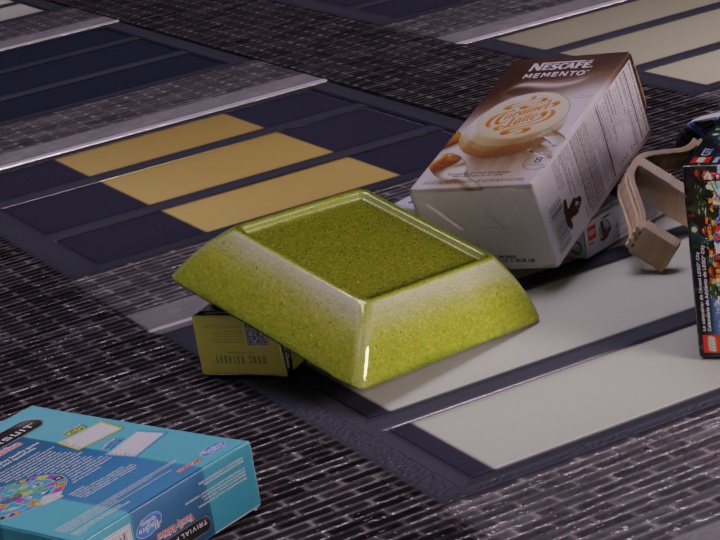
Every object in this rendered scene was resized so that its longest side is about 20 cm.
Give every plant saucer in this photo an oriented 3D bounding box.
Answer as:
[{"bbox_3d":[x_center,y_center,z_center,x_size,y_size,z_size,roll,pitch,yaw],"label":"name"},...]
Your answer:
[{"bbox_3d":[0.000,0.000,1.589,0.199,0.048,0.199,29,32,36],"label":"plant saucer"}]

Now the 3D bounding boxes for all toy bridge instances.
[{"bbox_3d":[0.242,-0.064,1.743,0.067,0.027,0.200,31,32,6],"label":"toy bridge"}]

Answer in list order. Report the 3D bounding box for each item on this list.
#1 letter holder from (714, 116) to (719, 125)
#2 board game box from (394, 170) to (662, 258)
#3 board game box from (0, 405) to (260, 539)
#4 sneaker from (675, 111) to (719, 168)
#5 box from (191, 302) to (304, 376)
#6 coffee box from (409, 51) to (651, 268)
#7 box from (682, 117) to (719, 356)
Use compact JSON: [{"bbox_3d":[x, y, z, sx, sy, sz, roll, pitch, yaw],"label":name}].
[{"bbox_3d":[0.377,-0.131,1.718,0.142,0.201,0.101,32,-11,-2],"label":"letter holder"},{"bbox_3d":[0.142,-0.053,1.823,0.199,0.035,0.126,7,24,41],"label":"board game box"},{"bbox_3d":[-0.186,0.143,1.358,0.199,0.047,0.151,5,23,40],"label":"board game box"},{"bbox_3d":[0.368,-0.115,1.829,0.199,0.076,0.077,4,19,23],"label":"sneaker"},{"bbox_3d":[-0.048,0.021,1.663,0.075,0.050,0.200,0,20,27],"label":"box"},{"bbox_3d":[0.138,-0.088,1.735,0.114,0.080,0.200,-1,34,33],"label":"coffee box"},{"bbox_3d":[0.272,-0.039,1.538,0.037,0.137,0.200,0,19,22],"label":"box"}]
